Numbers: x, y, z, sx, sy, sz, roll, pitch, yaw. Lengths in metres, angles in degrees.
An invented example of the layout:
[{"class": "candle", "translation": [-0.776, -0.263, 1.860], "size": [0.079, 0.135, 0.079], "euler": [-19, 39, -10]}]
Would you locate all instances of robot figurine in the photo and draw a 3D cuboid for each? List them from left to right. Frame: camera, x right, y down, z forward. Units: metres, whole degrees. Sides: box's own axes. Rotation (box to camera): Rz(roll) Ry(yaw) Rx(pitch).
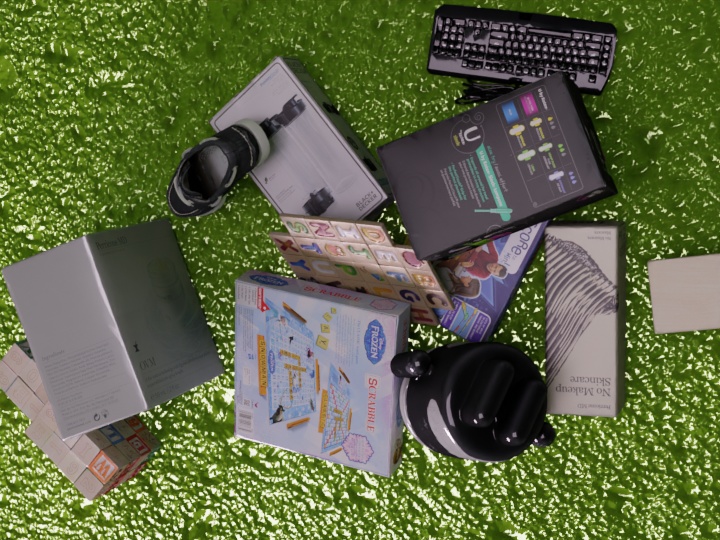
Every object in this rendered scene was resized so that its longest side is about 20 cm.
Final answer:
[{"class": "robot figurine", "translation": [0.118, 0.134, 1.426], "size": [0.124, 0.200, 0.151], "euler": [-24, 94, -19]}]

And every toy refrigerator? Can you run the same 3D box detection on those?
[{"class": "toy refrigerator", "translation": [0.398, 0.017, 1.382], "size": [0.199, 0.070, 0.076], "euler": [-7, 88, 18]}]

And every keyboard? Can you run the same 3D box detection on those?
[{"class": "keyboard", "translation": [0.165, -0.221, 1.443], "size": [0.199, 0.040, 0.105], "euler": [9, 99, 18]}]

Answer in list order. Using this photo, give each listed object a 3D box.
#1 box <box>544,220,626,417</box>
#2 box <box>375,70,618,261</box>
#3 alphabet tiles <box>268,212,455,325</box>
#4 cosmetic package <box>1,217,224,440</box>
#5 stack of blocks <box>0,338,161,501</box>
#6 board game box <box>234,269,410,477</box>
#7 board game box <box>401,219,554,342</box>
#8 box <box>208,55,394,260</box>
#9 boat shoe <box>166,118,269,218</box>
[{"class": "box", "translation": [0.237, 0.049, 1.438], "size": [0.082, 0.068, 0.202], "euler": [0, 96, 17]}, {"class": "box", "translation": [0.141, -0.100, 1.370], "size": [0.199, 0.148, 0.125], "euler": [-22, 85, 14]}, {"class": "alphabet tiles", "translation": [0.000, 0.000, 1.467], "size": [0.199, 0.006, 0.167], "euler": [7, 144, 34]}, {"class": "cosmetic package", "translation": [-0.273, 0.059, 1.540], "size": [0.122, 0.199, 0.201], "euler": [-21, 91, 20]}, {"class": "stack of blocks", "translation": [-0.345, 0.170, 1.624], "size": [0.200, 0.115, 0.059], "euler": [45, 108, 9]}, {"class": "board game box", "translation": [-0.046, 0.114, 1.526], "size": [0.198, 0.041, 0.201], "euler": [13, 115, 21]}, {"class": "board game box", "translation": [0.123, -0.034, 1.482], "size": [0.135, 0.034, 0.201], "euler": [30, 105, 12]}, {"class": "box", "translation": [-0.061, -0.127, 1.519], "size": [0.117, 0.060, 0.200], "euler": [-41, 84, 19]}, {"class": "boat shoe", "translation": [-0.175, -0.107, 1.517], "size": [0.076, 0.060, 0.200], "euler": [54, 141, 3]}]
